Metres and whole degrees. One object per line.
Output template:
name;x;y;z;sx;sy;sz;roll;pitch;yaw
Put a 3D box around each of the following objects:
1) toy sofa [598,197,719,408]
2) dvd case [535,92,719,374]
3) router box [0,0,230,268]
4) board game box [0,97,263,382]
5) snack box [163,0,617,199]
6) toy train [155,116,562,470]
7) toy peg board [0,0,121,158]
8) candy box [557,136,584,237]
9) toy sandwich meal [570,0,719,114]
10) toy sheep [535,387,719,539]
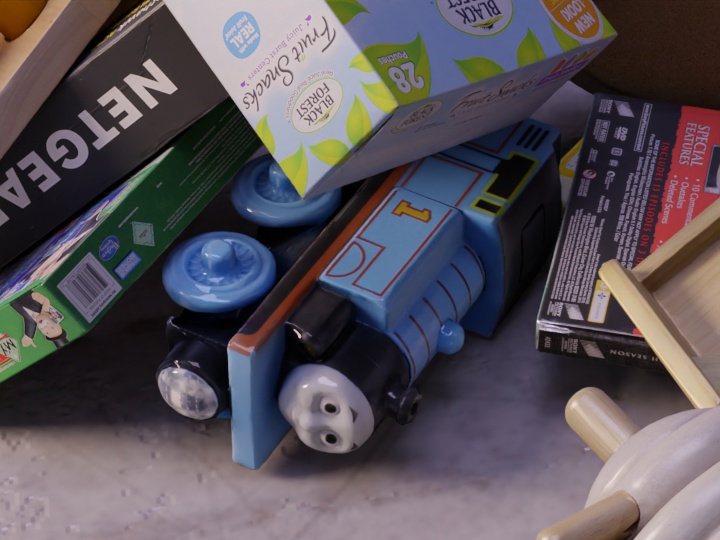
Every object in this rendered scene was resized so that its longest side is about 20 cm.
toy sofa;0.198;-0.016;1.069;0.200;0.098;0.083;-41;54;9
dvd case;0.181;-0.006;1.167;0.200;0.022;0.146;8;45;9
router box;-0.100;-0.085;1.219;0.200;0.051;0.149;-35;15;32
board game box;-0.101;-0.024;1.202;0.135;0.029;0.200;-30;15;49
snack box;-0.014;-0.139;1.127;0.200;0.068;0.169;55;36;9
toy train;0.000;0.000;1.175;0.114;0.087;0.200;19;46;22
toy peg board;-0.193;-0.116;1.209;0.199;0.098;0.200;-54;25;-6
candy box;0.170;-0.067;1.270;0.102;0.026;0.200;22;48;29
toy sandwich meal;0.146;-0.145;1.210;0.205;0.205;0.070;4;42;15
toy sheep;0.132;0.111;0.973;0.138;0.138;0.200;-27;61;-22
